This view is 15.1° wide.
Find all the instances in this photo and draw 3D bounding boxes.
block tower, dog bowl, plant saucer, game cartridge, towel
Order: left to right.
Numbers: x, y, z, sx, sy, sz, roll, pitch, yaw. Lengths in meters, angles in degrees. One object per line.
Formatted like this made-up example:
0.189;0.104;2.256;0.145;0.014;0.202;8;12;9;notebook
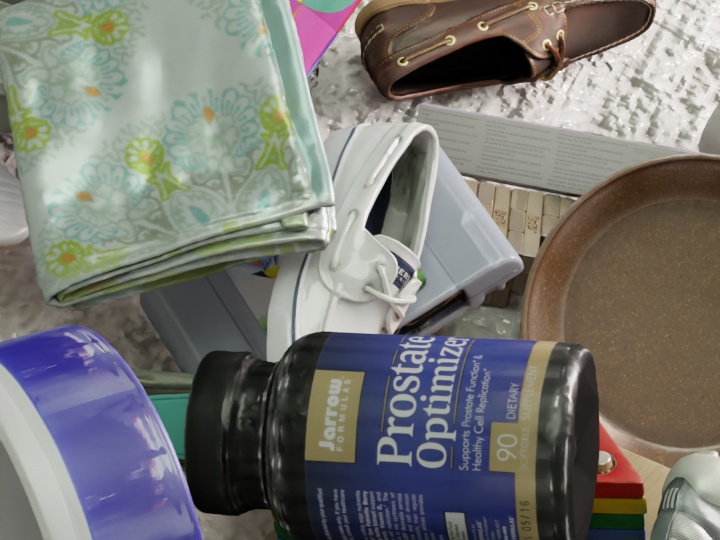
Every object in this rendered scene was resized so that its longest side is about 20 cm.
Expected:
-0.155;0.131;1.391;0.079;0.200;0.200;-18;57;-25;dog bowl
-0.110;-0.083;1.511;0.171;0.048;0.200;-14;64;3;towel
-0.023;0.001;1.582;0.200;0.040;0.133;-32;57;-5;game cartridge
0.104;-0.011;1.646;0.200;0.058;0.054;11;51;-3;block tower
0.192;0.032;1.585;0.200;0.037;0.200;0;92;-1;plant saucer

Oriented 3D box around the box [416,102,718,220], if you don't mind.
0.129;-0.065;1.657;0.200;0.039;0.041;11;89;23;box

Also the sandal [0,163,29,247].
-0.259;-0.057;1.607;0.079;0.059;0.207;-4;36;-32;sandal

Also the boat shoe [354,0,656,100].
0.099;-0.147;1.747;0.200;0.070;0.070;-12;47;-9;boat shoe

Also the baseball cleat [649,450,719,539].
0.214;0.187;1.456;0.200;0.070;0.106;44;55;-24;baseball cleat

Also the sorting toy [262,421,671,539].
0.061;0.132;1.475;0.199;0.070;0.200;22;48;33;sorting toy

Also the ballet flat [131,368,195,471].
-0.128;0.085;1.521;0.200;0.064;0.067;4;89;20;ballet flat

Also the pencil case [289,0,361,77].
-0.071;-0.131;1.599;0.088;0.088;0.200;31;88;15;pencil case

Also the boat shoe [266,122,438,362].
0.000;0.000;1.505;0.065;0.074;0.200;-10;57;34;boat shoe

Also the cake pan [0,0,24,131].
-0.233;-0.143;1.654;0.200;0.037;0.200;14;29;-8;cake pan

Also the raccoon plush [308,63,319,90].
-0.074;-0.139;1.665;0.097;0.134;0.200;18;50;3;raccoon plush

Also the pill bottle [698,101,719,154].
0.310;-0.045;1.675;0.200;0.111;0.111;40;55;20;pill bottle

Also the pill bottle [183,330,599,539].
0.017;0.088;1.394;0.200;0.112;0.112;2;49;13;pill bottle
